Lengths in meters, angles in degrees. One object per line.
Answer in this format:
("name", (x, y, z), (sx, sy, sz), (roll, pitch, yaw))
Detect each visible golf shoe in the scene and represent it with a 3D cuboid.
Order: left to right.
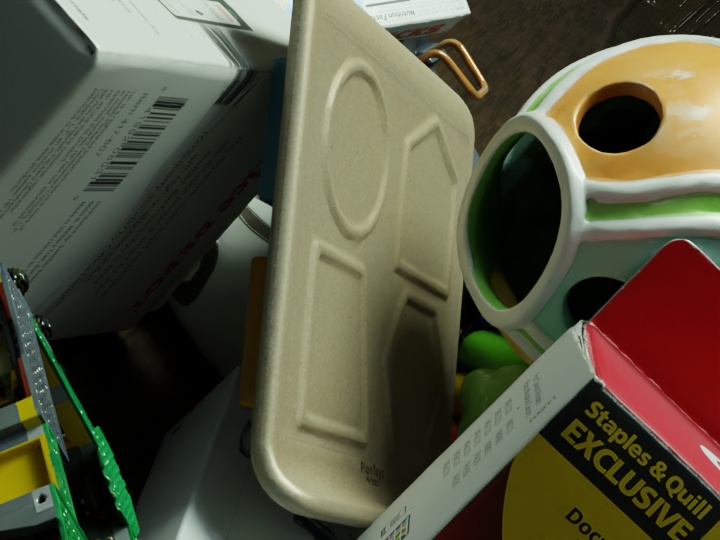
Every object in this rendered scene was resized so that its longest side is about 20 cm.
("golf shoe", (-0.084, -0.017, 0.818), (0.094, 0.078, 0.200), (11, 33, -43))

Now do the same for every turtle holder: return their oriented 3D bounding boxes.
("turtle holder", (0.102, -0.010, 0.723), (0.131, 0.185, 0.141), (0, 72, -29))

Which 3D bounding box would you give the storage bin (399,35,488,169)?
("storage bin", (0.015, -0.039, 0.981), (0.135, 0.145, 0.200), (57, 18, -5))

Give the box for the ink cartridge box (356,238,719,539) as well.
("ink cartridge box", (0.116, 0.120, 0.626), (0.200, 0.176, 0.084), (42, 11, -5))

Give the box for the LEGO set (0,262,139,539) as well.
("LEGO set", (-0.118, 0.100, 0.495), (0.154, 0.116, 0.200), (72, -5, -55))

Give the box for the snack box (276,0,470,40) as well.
("snack box", (-0.039, -0.136, 0.879), (0.200, 0.024, 0.072), (-15, 81, -37))

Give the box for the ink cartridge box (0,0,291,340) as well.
("ink cartridge box", (-0.112, -0.048, 0.683), (0.084, 0.146, 0.200), (47, 17, 13))

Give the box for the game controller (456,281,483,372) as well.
("game controller", (0.076, 0.073, 0.913), (0.200, 0.042, 0.105), (44, 56, -45))

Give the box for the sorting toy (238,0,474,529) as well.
("sorting toy", (0.000, 0.000, 0.719), (0.185, 0.036, 0.201), (29, 60, -66))

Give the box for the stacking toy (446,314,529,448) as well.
("stacking toy", (0.070, 0.055, 0.828), (0.085, 0.200, 0.085), (33, -9, 6))

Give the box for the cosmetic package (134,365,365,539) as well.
("cosmetic package", (-0.019, 0.137, 0.672), (0.151, 0.052, 0.200), (41, 19, -11))
